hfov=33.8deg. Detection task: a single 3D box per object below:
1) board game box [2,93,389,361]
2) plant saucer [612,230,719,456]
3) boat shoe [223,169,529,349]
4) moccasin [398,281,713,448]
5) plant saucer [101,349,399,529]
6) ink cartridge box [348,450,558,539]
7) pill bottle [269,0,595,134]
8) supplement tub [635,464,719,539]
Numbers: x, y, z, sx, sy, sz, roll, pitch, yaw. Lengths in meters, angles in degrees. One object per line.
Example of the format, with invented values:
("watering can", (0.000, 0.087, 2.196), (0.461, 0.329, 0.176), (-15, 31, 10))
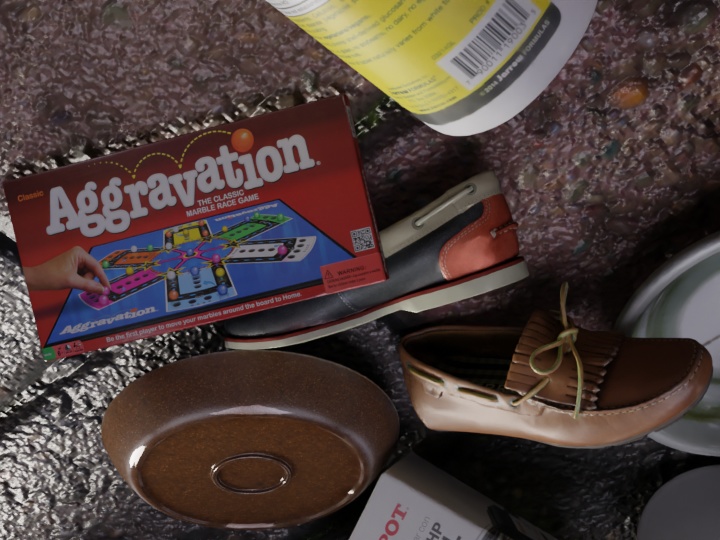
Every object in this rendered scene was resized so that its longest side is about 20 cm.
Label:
("board game box", (-0.091, -0.022, 0.652), (0.198, 0.019, 0.104), (-14, 90, 8))
("plant saucer", (0.249, 0.033, 0.742), (0.197, 0.051, 0.202), (-2, 130, -2))
("boat shoe", (0.000, 0.000, 0.688), (0.198, 0.071, 0.063), (-17, 94, 28))
("moccasin", (0.110, 0.056, 0.708), (0.200, 0.074, 0.078), (1, 130, 43))
("plant saucer", (-0.071, 0.122, 0.781), (0.198, 0.035, 0.201), (-3, 142, -3))
("ink cartridge box", (0.076, 0.238, 0.790), (0.199, 0.084, 0.146), (29, 97, 13))
("pill bottle", (0.001, -0.157, 0.512), (0.199, 0.113, 0.112), (34, 121, -28))
("supplement tub", (0.273, 0.253, 0.868), (0.144, 0.146, 0.201), (-13, 131, 7))
